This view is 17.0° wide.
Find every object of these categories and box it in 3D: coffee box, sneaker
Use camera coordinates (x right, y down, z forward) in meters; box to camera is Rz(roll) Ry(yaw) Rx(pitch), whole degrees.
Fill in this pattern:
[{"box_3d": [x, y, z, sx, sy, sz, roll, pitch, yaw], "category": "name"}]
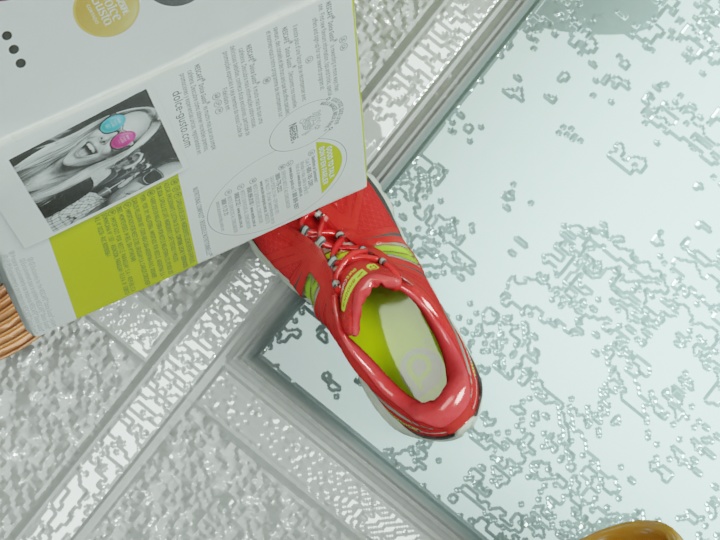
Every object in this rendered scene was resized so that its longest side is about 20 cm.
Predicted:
[{"box_3d": [-0.125, -0.124, 1.173, 0.197, 0.200, 0.200, -25, 66, -9], "category": "coffee box"}, {"box_3d": [0.000, 0.000, 1.252, 0.077, 0.085, 0.200, -38, 85, -2], "category": "sneaker"}]

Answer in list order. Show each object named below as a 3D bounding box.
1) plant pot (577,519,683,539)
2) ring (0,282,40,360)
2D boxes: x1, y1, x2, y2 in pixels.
[{"box_3d": [0.133, 0.258, 1.184, 0.200, 0.200, 0.183, -40, 100, -1], "category": "plant pot"}, {"box_3d": [-0.231, -0.044, 1.297, 0.199, 0.019, 0.202, 0, 86, 1], "category": "ring"}]
